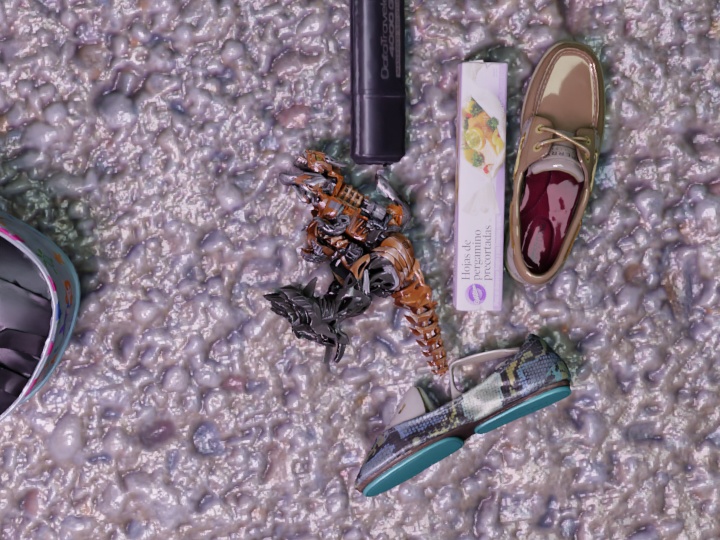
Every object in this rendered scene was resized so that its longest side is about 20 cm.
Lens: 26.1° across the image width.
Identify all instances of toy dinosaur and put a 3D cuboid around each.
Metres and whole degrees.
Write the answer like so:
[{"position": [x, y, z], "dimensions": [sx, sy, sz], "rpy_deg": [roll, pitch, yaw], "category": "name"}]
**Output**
[{"position": [0.000, 0.000, 1.248], "dimensions": [0.136, 0.102, 0.200], "rpy_deg": [-40, 72, -13], "category": "toy dinosaur"}]

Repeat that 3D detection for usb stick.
[{"position": [0.013, -0.184, 1.249], "dimensions": [0.055, 0.032, 0.202], "rpy_deg": [-6, 98, -44], "category": "usb stick"}]

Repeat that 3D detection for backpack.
[{"position": [-0.323, 0.025, 1.214], "dimensions": [0.199, 0.151, 0.179], "rpy_deg": [27, 97, 5], "category": "backpack"}]

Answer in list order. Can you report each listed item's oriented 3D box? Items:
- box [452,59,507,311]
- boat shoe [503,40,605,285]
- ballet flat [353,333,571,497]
[{"position": [0.097, -0.069, 1.263], "dimensions": [0.038, 0.041, 0.202], "rpy_deg": [1, 96, 1], "category": "box"}, {"position": [0.160, -0.084, 1.249], "dimensions": [0.073, 0.066, 0.202], "rpy_deg": [7, 95, -1], "category": "boat shoe"}, {"position": [0.075, 0.114, 1.275], "dimensions": [0.199, 0.074, 0.075], "rpy_deg": [-27, 95, 0], "category": "ballet flat"}]
